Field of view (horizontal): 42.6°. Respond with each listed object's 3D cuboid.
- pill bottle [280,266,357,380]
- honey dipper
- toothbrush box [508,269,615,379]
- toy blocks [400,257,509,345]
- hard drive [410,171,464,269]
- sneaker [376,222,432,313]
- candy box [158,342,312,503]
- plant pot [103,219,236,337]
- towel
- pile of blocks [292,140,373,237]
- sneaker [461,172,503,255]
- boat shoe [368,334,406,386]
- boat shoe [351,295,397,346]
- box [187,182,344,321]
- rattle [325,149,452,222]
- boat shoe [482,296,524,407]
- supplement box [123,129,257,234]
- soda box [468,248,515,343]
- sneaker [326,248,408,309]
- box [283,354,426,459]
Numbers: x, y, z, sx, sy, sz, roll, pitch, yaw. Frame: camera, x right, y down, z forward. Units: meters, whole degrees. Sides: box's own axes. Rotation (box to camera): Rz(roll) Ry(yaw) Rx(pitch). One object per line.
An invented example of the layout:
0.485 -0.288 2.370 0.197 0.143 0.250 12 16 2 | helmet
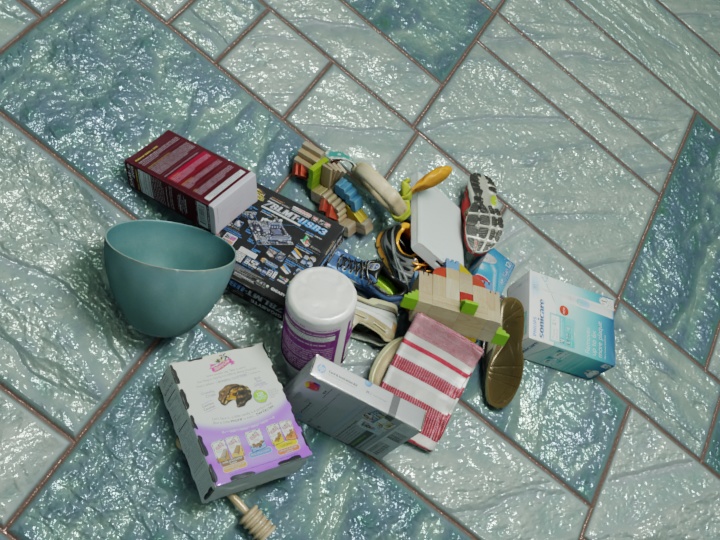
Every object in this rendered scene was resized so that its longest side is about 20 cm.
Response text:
-0.070 0.098 1.461 0.110 0.201 0.113 5 49 -6 | pill bottle
-0.207 0.325 1.385 0.200 0.038 0.038 46 54 3 | honey dipper
0.384 0.106 1.775 0.198 0.085 0.148 18 58 -17 | toothbrush box
0.163 0.042 1.609 0.197 0.101 0.138 15 41 -9 | toy blocks
0.143 -0.079 1.722 0.132 0.026 0.202 39 35 -29 | hard drive
0.099 0.004 1.683 0.078 0.077 0.201 -25 80 -36 | sneaker
-0.191 0.225 1.399 0.166 0.072 0.202 -10 63 -35 | candy box
-0.299 0.021 1.414 0.197 0.137 0.201 12 20 -5 | plant pot
0.108 0.190 1.555 0.143 0.023 0.202 28 87 -20 | towel
-0.055 -0.140 1.672 0.200 0.082 0.062 48 54 1 | pile of blocks
0.230 -0.096 1.794 0.076 0.085 0.202 15 48 -7 | sneaker
0.092 0.150 1.593 0.199 0.064 0.073 -38 124 -34 | boat shoe
-0.027 0.080 1.579 0.197 0.075 0.069 10 63 -18 | boat shoe
-0.156 -0.039 1.555 0.198 0.050 0.199 27 53 9 | box
0.044 -0.195 1.689 0.130 0.143 0.200 21 20 -50 | rattle
0.258 0.151 1.698 0.072 0.065 0.203 17 77 -18 | boat shoe
-0.279 -0.148 1.521 0.198 0.061 0.109 29 50 24 | supplement box
0.215 0.053 1.723 0.064 0.068 0.201 36 55 -7 | soda box
0.000 0.000 1.624 0.198 0.089 0.079 28 54 -12 | sneaker
-0.018 0.220 1.462 0.198 0.156 0.042 27 54 -12 | box
